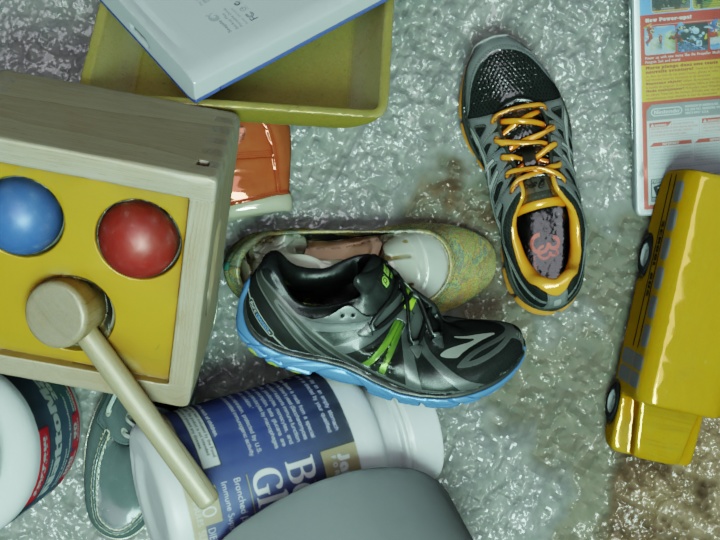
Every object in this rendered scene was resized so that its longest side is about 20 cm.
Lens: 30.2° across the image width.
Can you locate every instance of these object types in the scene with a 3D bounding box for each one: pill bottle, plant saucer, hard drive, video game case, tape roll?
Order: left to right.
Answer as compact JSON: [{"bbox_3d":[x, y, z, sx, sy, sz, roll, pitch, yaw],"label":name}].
[{"bbox_3d":[-0.261,0.115,0.881,0.118,0.200,0.121,0,91,0],"label":"pill bottle"},{"bbox_3d":[-0.076,-0.170,0.915,0.197,0.049,0.202,4,54,0],"label":"plant saucer"},{"bbox_3d":[-0.064,-0.201,0.892,0.199,0.026,0.132,-32,61,-22],"label":"hard drive"},{"bbox_3d":[-0.048,0.131,0.907,0.198,0.111,0.113,-15,91,-20],"label":"pill bottle"},{"bbox_3d":[-0.016,0.219,0.883,0.199,0.201,0.067,-30,53,1],"label":"tape roll"},{"bbox_3d":[0.260,-0.143,0.940,0.141,0.017,0.203,-4,106,0],"label":"video game case"}]

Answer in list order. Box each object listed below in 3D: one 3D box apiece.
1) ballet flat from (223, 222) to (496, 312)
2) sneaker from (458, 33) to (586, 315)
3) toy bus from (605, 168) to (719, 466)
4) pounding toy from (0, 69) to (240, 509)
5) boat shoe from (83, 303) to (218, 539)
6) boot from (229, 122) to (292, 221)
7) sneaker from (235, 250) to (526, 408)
[{"bbox_3d":[0.000,0.000,0.945,0.197,0.071,0.072,0,91,0],"label":"ballet flat"},{"bbox_3d":[0.121,-0.069,0.938,0.077,0.077,0.203,-15,89,2],"label":"sneaker"},{"bbox_3d":[0.226,0.035,0.933,0.064,0.078,0.203,12,93,-5],"label":"toy bus"},{"bbox_3d":[-0.156,0.011,0.819,0.181,0.143,0.202,10,118,-1],"label":"pounding toy"},{"bbox_3d":[-0.154,0.098,0.949,0.072,0.062,0.202,19,92,-2],"label":"boat shoe"},{"bbox_3d":[-0.143,-0.070,0.944,0.197,0.075,0.109,-9,96,-1],"label":"boot"},{"bbox_3d":[0.017,0.035,0.887,0.197,0.071,0.084,13,120,-5],"label":"sneaker"}]
